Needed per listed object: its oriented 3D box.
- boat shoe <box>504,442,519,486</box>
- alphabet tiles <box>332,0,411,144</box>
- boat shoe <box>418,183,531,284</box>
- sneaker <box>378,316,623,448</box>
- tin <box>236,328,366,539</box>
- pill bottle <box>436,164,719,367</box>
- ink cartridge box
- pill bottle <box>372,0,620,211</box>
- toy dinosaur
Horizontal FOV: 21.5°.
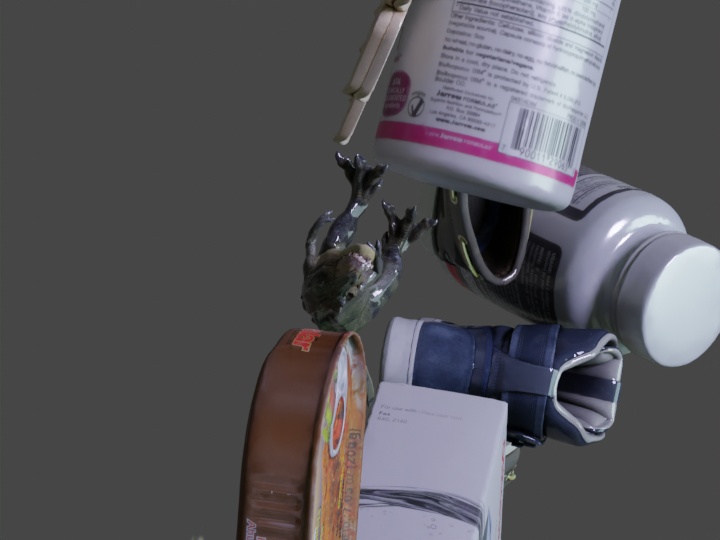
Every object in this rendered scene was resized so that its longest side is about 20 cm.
[{"bbox_3d":[0.083,0.143,1.404,0.202,0.071,0.061,-38,130,-81],"label":"boat shoe"},{"bbox_3d":[0.031,-0.163,0.898,0.201,0.014,0.197,-72,-175,-55],"label":"alphabet tiles"},{"bbox_3d":[0.076,-0.079,1.158,0.072,0.060,0.203,-29,139,-29],"label":"boat shoe"},{"bbox_3d":[0.096,0.071,1.222,0.202,0.145,0.078,18,77,-81],"label":"sneaker"},{"bbox_3d":[-0.028,0.125,0.854,0.112,0.041,0.202,-58,153,-77],"label":"tin"},{"bbox_3d":[0.147,-0.009,1.256,0.110,0.199,0.112,-16,118,-32],"label":"pill bottle"},{"bbox_3d":[0.027,0.185,1.075,0.201,0.085,0.147,-69,163,-50],"label":"ink cartridge box"},{"bbox_3d":[0.083,-0.142,1.027,0.113,0.112,0.202,21,83,-80],"label":"pill bottle"},{"bbox_3d":[0.000,0.000,0.916,0.200,0.047,0.089,70,38,-72],"label":"toy dinosaur"}]
